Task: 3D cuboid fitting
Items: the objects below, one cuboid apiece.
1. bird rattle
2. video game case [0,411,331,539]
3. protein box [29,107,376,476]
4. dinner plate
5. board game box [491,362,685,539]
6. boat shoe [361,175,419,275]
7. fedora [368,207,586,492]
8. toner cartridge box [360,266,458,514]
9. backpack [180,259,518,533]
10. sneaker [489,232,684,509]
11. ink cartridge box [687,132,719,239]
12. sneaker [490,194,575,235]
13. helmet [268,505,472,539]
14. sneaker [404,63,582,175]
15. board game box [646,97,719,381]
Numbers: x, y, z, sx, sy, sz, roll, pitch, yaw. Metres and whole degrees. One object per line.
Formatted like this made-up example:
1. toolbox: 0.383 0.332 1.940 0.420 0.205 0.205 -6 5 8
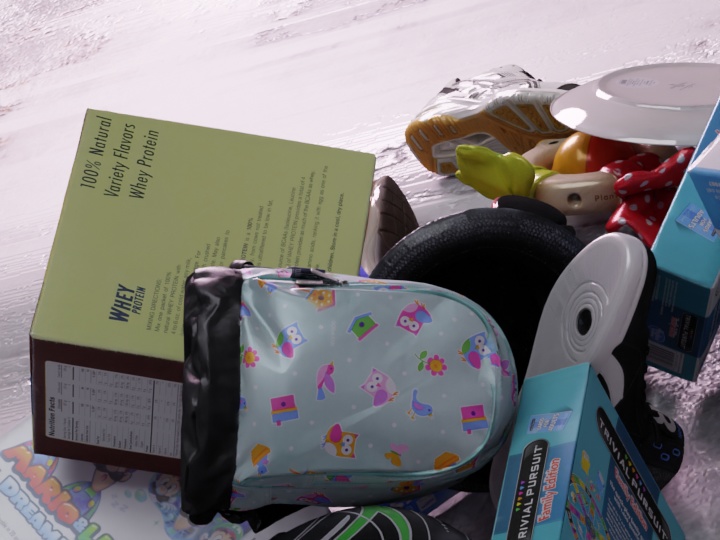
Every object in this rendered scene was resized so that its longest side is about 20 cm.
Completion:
1. bird rattle: 0.172 -0.072 1.803 0.199 0.113 0.163 -12 19 23
2. video game case: -0.149 0.154 1.650 0.182 0.024 0.200 -38 64 -16
3. protein box: -0.104 0.022 1.638 0.199 0.135 0.199 9 52 -1
4. dinner plate: 0.239 -0.127 1.800 0.199 0.024 0.200 -2 17 1
5. board game box: 0.131 0.177 1.417 0.047 0.151 0.200 -16 33 24
6. boat shoe: 0.000 0.000 1.868 0.072 0.076 0.200 -20 31 22
7. fedora: 0.078 0.041 1.590 0.200 0.201 0.092 -29 24 4
8. toner cartridge box: 0.008 0.084 1.709 0.095 0.043 0.200 -34 49 -4
9. backpack: -0.007 0.075 1.464 0.199 0.168 0.127 2 -5 -3
10. sneaker: 0.163 0.070 1.530 0.201 0.111 0.073 -67 29 24
11. ink cartridge box: 0.325 -0.021 1.485 0.146 0.200 0.146 11 48 48
12. sneaker: 0.135 0.040 1.700 0.073 0.087 0.201 2 42 -29
13. helmet: 0.007 0.229 1.418 0.199 0.201 0.190 1 26 42
14. sneaker: 0.127 -0.133 1.946 0.199 0.076 0.088 -2 41 39
15. board game box: 0.240 -0.048 1.601 0.047 0.151 0.201 22 68 12
